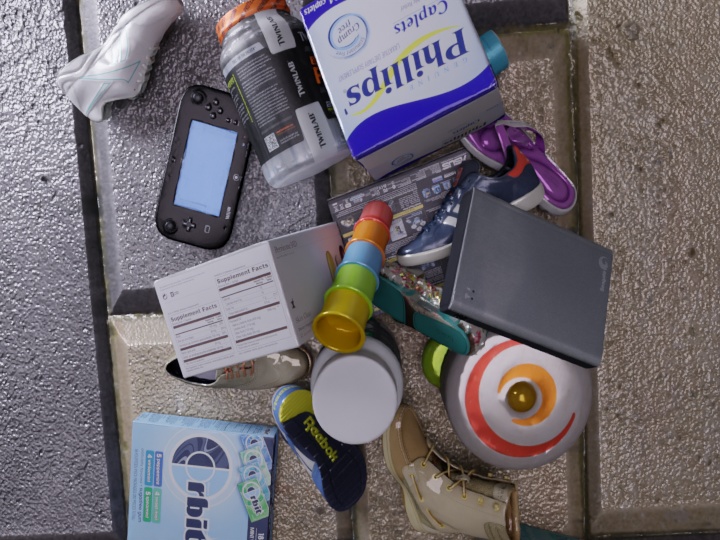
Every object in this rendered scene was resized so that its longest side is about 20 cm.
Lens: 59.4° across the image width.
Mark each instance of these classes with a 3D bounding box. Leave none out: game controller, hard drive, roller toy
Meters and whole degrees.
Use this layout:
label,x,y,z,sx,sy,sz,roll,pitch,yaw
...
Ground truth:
label,x,y,z,sx,sy,sz,roll,pitch,yaw
game controller,-0.203,-0.134,0.832,0.101,0.042,0.206,14,96,1
hard drive,0.191,0.011,0.709,0.195,0.033,0.144,21,70,-16
roller toy,0.191,0.141,0.789,0.196,0.140,0.186,-27,94,4

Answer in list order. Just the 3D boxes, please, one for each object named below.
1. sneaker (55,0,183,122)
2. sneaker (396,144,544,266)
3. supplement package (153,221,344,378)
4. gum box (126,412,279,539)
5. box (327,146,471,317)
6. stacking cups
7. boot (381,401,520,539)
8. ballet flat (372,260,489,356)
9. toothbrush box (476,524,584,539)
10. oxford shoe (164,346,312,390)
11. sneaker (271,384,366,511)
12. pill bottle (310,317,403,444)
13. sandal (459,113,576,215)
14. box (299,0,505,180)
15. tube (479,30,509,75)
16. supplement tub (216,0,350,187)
label,x,y,z,sx,sy,sz,roll,pitch,yaw
sneaker,-0.295,-0.273,0.817,0.198,0.071,0.081,-37,102,11
sneaker,0.120,-0.081,0.759,0.196,0.075,0.086,-30,102,-4
supplement package,-0.111,0.027,0.745,0.152,0.200,0.114,-17,94,21
gum box,-0.215,0.294,0.867,0.193,0.045,0.176,5,96,3
box,0.072,-0.048,0.825,0.195,0.049,0.166,-20,92,4
stacking cups,0.000,0.000,0.723,0.059,0.203,0.062,9,133,10
boot,0.115,0.255,0.787,0.152,0.073,0.205,-2,115,36
ballet flat,0.074,0.036,0.760,0.198,0.077,0.063,32,52,31
toothbrush box,0.250,0.407,0.807,0.194,0.146,0.088,15,96,2
oxford shoe,-0.161,0.131,0.836,0.193,0.074,0.073,-3,95,3
sneaker,-0.056,0.232,0.847,0.073,0.082,0.204,-35,112,-22
pill bottle,-0.003,0.127,0.766,0.109,0.200,0.117,0,96,1
sandal,0.203,-0.154,0.795,0.200,0.050,0.084,36,62,-10
box,0.051,-0.245,0.747,0.180,0.105,0.205,-24,78,12
tube,0.094,-0.228,0.810,0.197,0.050,0.079,-33,60,7
supplement tub,-0.096,-0.218,0.780,0.120,0.123,0.205,-23,95,4
